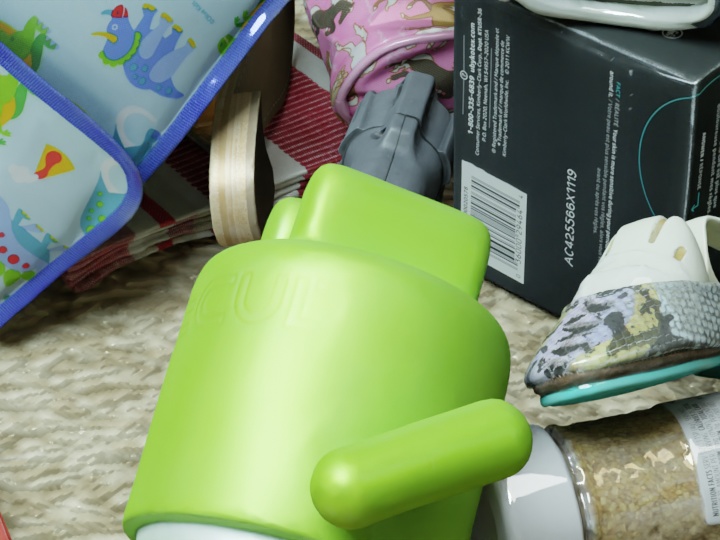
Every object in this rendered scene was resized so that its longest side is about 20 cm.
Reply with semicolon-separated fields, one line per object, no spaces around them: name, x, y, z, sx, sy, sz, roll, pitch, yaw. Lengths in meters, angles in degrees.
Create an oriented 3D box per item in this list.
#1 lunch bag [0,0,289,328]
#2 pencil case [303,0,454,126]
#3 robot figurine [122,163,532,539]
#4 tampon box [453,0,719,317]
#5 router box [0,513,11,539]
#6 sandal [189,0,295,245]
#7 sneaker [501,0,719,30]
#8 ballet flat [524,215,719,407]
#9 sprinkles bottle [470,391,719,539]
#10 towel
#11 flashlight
lunch bag;-0.157;-0.099;0.890;0.200;0.170;0.127;-51;24;-5
pencil case;0.015;-0.150;1.031;0.083;0.086;0.200;23;41;-35
robot figurine;-0.016;0.069;0.725;0.115;0.175;0.201;22;68;-17
tampon box;0.152;-0.080;0.933;0.126;0.150;0.200;29;45;35
router box;-0.242;0.097;0.789;0.199;0.049;0.180;-15;38;-17
sandal;-0.073;-0.090;0.987;0.069;0.078;0.212;-2;40;5
sneaker;0.058;-0.141;0.834;0.199;0.073;0.071;10;37;19
ballet flat;0.124;0.013;0.808;0.072;0.072;0.200;30;20;36
sprinkles bottle;0.139;0.076;0.784;0.199;0.068;0.068;-10;36;-12
towel;-0.087;-0.061;1.028;0.200;0.023;0.144;-22;40;-27
flashlight;0.000;0.000;0.897;0.068;0.068;0.200;-21;28;26
